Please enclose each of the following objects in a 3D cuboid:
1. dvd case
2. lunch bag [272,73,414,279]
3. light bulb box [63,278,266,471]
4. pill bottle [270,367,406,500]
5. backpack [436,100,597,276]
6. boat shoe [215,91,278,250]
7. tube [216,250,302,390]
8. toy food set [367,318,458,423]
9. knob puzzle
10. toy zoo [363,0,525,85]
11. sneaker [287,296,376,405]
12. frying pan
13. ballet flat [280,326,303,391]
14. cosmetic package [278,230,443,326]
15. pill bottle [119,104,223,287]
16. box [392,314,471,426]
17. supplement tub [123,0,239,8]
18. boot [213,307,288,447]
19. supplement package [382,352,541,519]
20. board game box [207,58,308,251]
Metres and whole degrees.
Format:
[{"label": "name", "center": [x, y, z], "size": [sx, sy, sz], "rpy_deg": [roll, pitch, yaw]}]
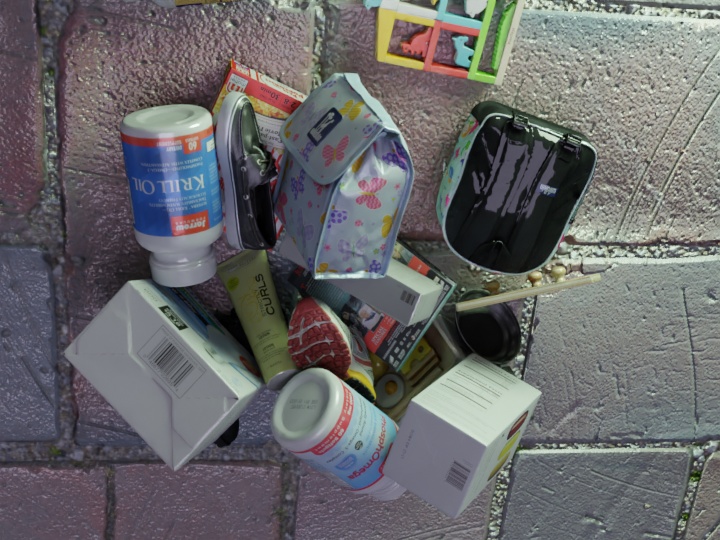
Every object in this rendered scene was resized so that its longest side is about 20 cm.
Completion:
[{"label": "dvd case", "center": [0.012, 0.015, 1.393], "size": [0.199, 0.022, 0.147], "rpy_deg": [37, 109, 15]}, {"label": "lunch bag", "center": [-0.024, -0.117, 1.251], "size": [0.126, 0.170, 0.202], "rpy_deg": [2, 123, -27]}, {"label": "light bulb box", "center": [-0.232, 0.120, 1.315], "size": [0.125, 0.200, 0.198], "rpy_deg": [-45, 87, 6]}, {"label": "pill bottle", "center": [-0.015, 0.214, 1.331], "size": [0.108, 0.109, 0.200], "rpy_deg": [-39, 130, 11]}, {"label": "backpack", "center": [0.189, -0.102, 1.351], "size": [0.175, 0.151, 0.202], "rpy_deg": [17, 105, -10]}, {"label": "boat shoe", "center": [-0.130, -0.115, 1.276], "size": [0.065, 0.070, 0.203], "rpy_deg": [10, 114, 20]}, {"label": "tube", "center": [-0.131, 0.059, 1.375], "size": [0.057, 0.202, 0.052], "rpy_deg": [-5, 147, -29]}, {"label": "toy food set", "center": [0.028, 0.122, 1.436], "size": [0.200, 0.144, 0.060], "rpy_deg": [-46, 144, 15]}, {"label": "knob puzzle", "center": [0.221, 0.019, 1.408], "size": [0.217, 0.220, 0.031], "rpy_deg": [-12, 87, -2]}, {"label": "toy zoo", "center": [0.099, -0.313, 1.309], "size": [0.197, 0.021, 0.133], "rpy_deg": [8, 114, -12]}, {"label": "sneaker", "center": [-0.038, 0.098, 1.345], "size": [0.077, 0.083, 0.201], "rpy_deg": [-11, 138, 14]}, {"label": "frying pan", "center": [0.199, 0.110, 1.466], "size": [0.191, 0.115, 0.031], "rpy_deg": [52, 137, 5]}, {"label": "ballet flat", "center": [-0.076, 0.142, 1.405], "size": [0.071, 0.068, 0.203], "rpy_deg": [-9, 103, 21]}, {"label": "cosmetic package", "center": [0.000, 0.000, 1.341], "size": [0.199, 0.082, 0.051], "rpy_deg": [29, 109, 19]}, {"label": "pill bottle", "center": [-0.223, -0.089, 1.268], "size": [0.111, 0.112, 0.203], "rpy_deg": [-6, 113, -5]}, {"label": "box", "center": [0.090, 0.183, 1.496], "size": [0.101, 0.113, 0.200], "rpy_deg": [37, 105, -28]}, {"label": "supplement tub", "center": [-0.173, -0.372, 1.170], "size": [0.197, 0.146, 0.147], "rpy_deg": [-7, 117, -4]}, {"label": "boot", "center": [-0.159, 0.141, 1.465], "size": [0.161, 0.074, 0.200], "rpy_deg": [-19, 113, 2]}, {"label": "supplement package", "center": [0.132, 0.201, 1.323], "size": [0.109, 0.199, 0.115], "rpy_deg": [29, 115, 20]}, {"label": "board game box", "center": [-0.139, -0.144, 1.341], "size": [0.150, 0.046, 0.201], "rpy_deg": [22, 111, -18]}]
